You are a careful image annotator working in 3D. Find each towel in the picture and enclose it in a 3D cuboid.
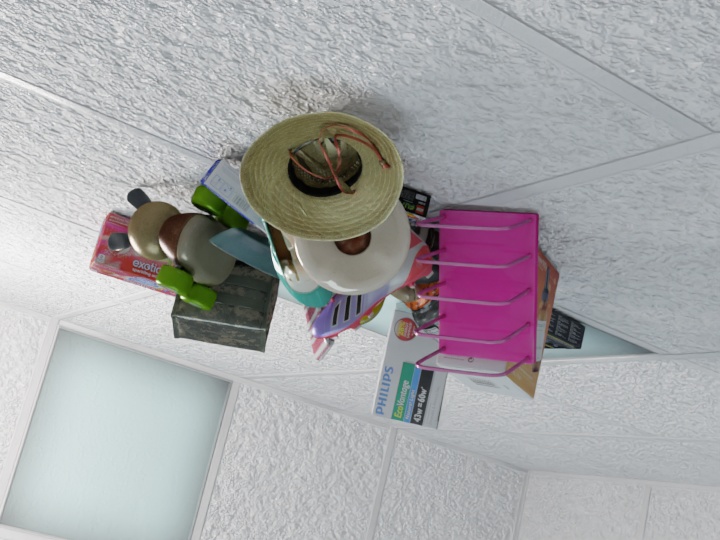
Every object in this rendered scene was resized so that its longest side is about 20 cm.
[{"bbox_3d":[-0.074,0.041,1.727,0.030,0.202,0.146,-10,169,-11],"label":"towel"}]

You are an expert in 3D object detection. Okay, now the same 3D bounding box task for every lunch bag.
[{"bbox_3d":[-0.217,0.019,1.769,0.163,0.201,0.118,10,151,-1],"label":"lunch bag"}]

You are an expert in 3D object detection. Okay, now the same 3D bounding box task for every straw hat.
[{"bbox_3d":[-0.039,-0.133,1.230,0.199,0.086,0.202,2,137,2],"label":"straw hat"}]

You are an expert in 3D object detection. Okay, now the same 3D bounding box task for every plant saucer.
[{"bbox_3d":[-0.129,-0.020,1.578,0.199,0.036,0.200,26,-177,-2],"label":"plant saucer"}]

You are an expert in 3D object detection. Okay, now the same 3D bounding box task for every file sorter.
[{"bbox_3d":[0.146,0.029,1.373,0.138,0.202,0.125,4,-169,27],"label":"file sorter"}]

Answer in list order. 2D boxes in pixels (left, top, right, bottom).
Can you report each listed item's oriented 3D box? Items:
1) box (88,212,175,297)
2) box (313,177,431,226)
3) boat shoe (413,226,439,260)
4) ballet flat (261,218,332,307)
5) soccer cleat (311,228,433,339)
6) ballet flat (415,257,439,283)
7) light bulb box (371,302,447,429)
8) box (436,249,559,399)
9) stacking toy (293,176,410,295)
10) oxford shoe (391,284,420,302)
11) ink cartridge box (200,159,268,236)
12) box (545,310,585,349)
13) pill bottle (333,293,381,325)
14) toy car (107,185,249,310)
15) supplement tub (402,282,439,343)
[{"bbox_3d":[-0.391,-0.024,1.946,0.199,0.100,0.095,19,164,-18],"label":"box"},{"bbox_3d":[-0.015,-0.105,1.427,0.199,0.035,0.110,18,165,-14],"label":"box"},{"bbox_3d":[0.090,-0.014,1.603,0.059,0.072,0.200,18,159,-5],"label":"boat shoe"},{"bbox_3d":[-0.088,-0.028,1.377,0.067,0.201,0.070,-21,-159,0],"label":"ballet flat"},{"bbox_3d":[0.008,0.019,1.441,0.077,0.199,0.067,55,-174,-17],"label":"soccer cleat"},{"bbox_3d":[0.020,-0.022,1.508,0.199,0.068,0.068,31,149,15],"label":"ballet flat"},{"bbox_3d":[0.101,0.172,1.943,0.124,0.200,0.200,12,-178,2],"label":"light bulb box"},{"bbox_3d":[0.205,0.068,1.536,0.106,0.202,0.152,7,165,29],"label":"box"},{"bbox_3d":[-0.013,-0.047,1.379,0.145,0.147,0.200,15,-178,-3],"label":"stacking toy"},{"bbox_3d":[0.000,0.000,1.578,0.199,0.075,0.071,32,147,26],"label":"oxford shoe"},{"bbox_3d":[-0.129,-0.076,1.454,0.200,0.044,0.094,39,177,-12],"label":"ink cartridge box"},{"bbox_3d":[0.272,0.089,1.856,0.199,0.049,0.161,25,164,-33],"label":"box"},{"bbox_3d":[-0.008,0.020,1.733,0.112,0.114,0.200,14,165,0],"label":"pill bottle"},{"bbox_3d":[-0.307,-0.054,1.668,0.199,0.165,0.158,18,168,24],"label":"toy car"},{"bbox_3d":[0.168,0.073,1.682,0.200,0.123,0.122,41,157,-18],"label":"supplement tub"}]
